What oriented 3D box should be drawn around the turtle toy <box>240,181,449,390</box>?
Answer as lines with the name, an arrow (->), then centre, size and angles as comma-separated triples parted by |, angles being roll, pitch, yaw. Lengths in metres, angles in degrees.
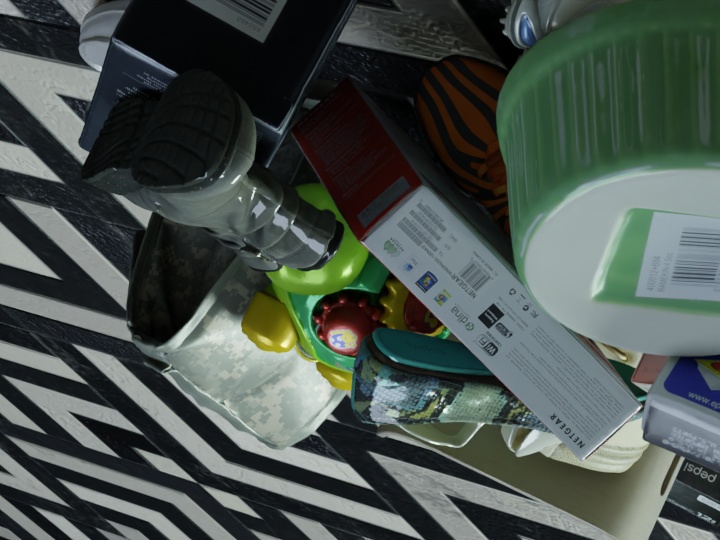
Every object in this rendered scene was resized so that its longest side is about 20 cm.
turtle toy -> 0.000, 0.000, 1.800 | 0.101, 0.146, 0.200 | 26, 178, 44

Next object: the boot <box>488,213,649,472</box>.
boot -> 0.134, 0.045, 1.866 | 0.200, 0.073, 0.155 | 28, 133, -18

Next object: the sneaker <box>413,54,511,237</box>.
sneaker -> 0.107, -0.043, 1.644 | 0.200, 0.078, 0.112 | 47, -176, -1

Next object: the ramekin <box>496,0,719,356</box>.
ramekin -> 0.168, -0.041, 1.486 | 0.200, 0.098, 0.200 | 2, 145, 1

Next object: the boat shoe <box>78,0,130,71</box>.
boat shoe -> -0.119, -0.125, 1.855 | 0.200, 0.069, 0.071 | 11, 159, 45

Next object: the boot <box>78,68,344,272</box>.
boot -> -0.059, -0.045, 1.530 | 0.131, 0.068, 0.200 | 28, 171, -19

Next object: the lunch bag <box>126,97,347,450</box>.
lunch bag -> -0.063, 0.001, 1.896 | 0.117, 0.200, 0.164 | 19, 164, 39

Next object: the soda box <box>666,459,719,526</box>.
soda box -> 0.183, 0.102, 2.046 | 0.200, 0.071, 0.063 | 27, 164, 3

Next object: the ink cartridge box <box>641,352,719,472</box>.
ink cartridge box -> 0.279, 0.056, 1.564 | 0.197, 0.200, 0.047 | 22, 133, 17

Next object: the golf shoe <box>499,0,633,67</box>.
golf shoe -> 0.153, -0.093, 1.544 | 0.097, 0.078, 0.200 | 8, 156, 33

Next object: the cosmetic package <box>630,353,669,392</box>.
cosmetic package -> 0.274, 0.086, 1.746 | 0.200, 0.073, 0.103 | 33, 164, -25

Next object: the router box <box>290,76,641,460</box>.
router box -> 0.059, -0.003, 1.666 | 0.200, 0.049, 0.180 | 44, -174, -25

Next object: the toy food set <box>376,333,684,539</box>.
toy food set -> 0.128, 0.093, 1.983 | 0.200, 0.144, 0.060 | 25, 162, 7

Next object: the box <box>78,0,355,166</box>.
box -> -0.072, -0.133, 1.631 | 0.107, 0.149, 0.200 | 29, 163, -3

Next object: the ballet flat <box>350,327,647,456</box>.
ballet flat -> 0.084, 0.080, 1.784 | 0.200, 0.074, 0.074 | 11, 168, -19
